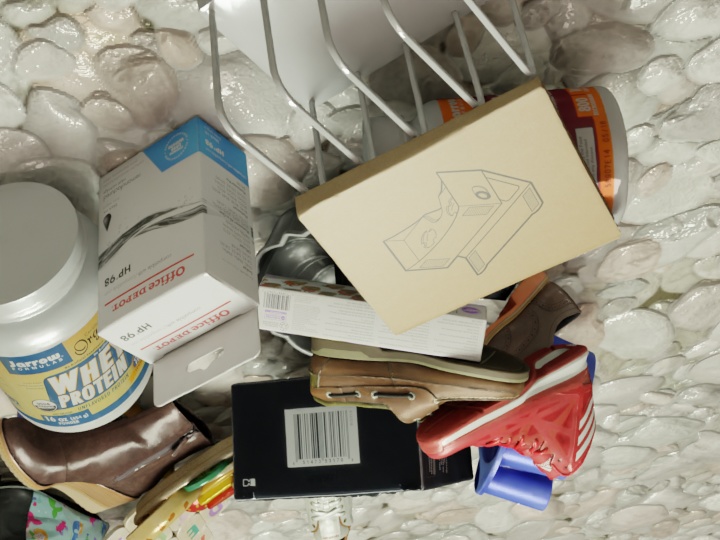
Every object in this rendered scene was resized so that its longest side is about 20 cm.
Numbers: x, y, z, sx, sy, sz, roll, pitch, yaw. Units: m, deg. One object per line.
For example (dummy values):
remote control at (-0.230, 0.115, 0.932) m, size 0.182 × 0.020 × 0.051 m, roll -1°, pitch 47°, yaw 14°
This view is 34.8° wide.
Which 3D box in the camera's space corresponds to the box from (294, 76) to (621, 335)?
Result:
box at (0.074, -0.040, 0.852) m, size 0.198 × 0.021 × 0.164 m, roll -24°, pitch 134°, yaw 17°

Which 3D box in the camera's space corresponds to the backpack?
backpack at (-0.404, 0.337, 1.374) m, size 0.175 × 0.153 × 0.200 m, roll -11°, pitch 156°, yaw 26°

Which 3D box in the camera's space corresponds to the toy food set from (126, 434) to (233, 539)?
toy food set at (-0.169, 0.238, 1.300) m, size 0.197 × 0.049 × 0.200 m, roll -36°, pitch 170°, yaw 6°

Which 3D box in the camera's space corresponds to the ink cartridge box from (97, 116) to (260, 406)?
ink cartridge box at (-0.147, -0.008, 0.916) m, size 0.115 × 0.202 × 0.067 m, roll -28°, pitch 140°, yaw 23°

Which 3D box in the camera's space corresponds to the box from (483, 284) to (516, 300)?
box at (0.123, -0.048, 1.067) m, size 0.109 × 0.035 × 0.201 m, roll 5°, pitch 141°, yaw -18°

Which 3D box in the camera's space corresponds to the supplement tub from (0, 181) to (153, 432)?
supplement tub at (-0.270, 0.034, 0.992) m, size 0.143 × 0.146 × 0.201 m, roll -11°, pitch 145°, yaw 2°

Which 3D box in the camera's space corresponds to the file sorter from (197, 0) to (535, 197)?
file sorter at (0.007, -0.162, 0.811) m, size 0.199 × 0.126 × 0.138 m, roll -28°, pitch 141°, yaw 23°

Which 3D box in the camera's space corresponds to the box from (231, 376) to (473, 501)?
box at (-0.004, 0.166, 1.169) m, size 0.194 × 0.119 × 0.200 m, roll -6°, pitch 171°, yaw 19°

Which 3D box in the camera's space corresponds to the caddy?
caddy at (0.172, 0.150, 1.206) m, size 0.104 × 0.201 × 0.142 m, roll 20°, pitch 138°, yaw 2°

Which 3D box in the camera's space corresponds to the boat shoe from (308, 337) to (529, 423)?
boat shoe at (0.050, 0.097, 1.016) m, size 0.197 × 0.069 × 0.072 m, roll 8°, pitch -169°, yaw 19°

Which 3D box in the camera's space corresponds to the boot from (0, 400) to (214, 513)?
boot at (-0.266, 0.172, 1.203) m, size 0.165 × 0.073 × 0.200 m, roll -32°, pitch 139°, yaw 8°

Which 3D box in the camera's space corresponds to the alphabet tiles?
alphabet tiles at (-0.247, 0.337, 1.416) m, size 0.200 × 0.015 × 0.197 m, roll -45°, pitch 149°, yaw -20°

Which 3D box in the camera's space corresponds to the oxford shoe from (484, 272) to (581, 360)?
oxford shoe at (0.147, 0.086, 1.121) m, size 0.073 × 0.200 × 0.071 m, roll 36°, pitch 156°, yaw 10°

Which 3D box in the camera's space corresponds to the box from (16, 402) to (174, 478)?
box at (-0.296, 0.185, 1.282) m, size 0.117 × 0.042 × 0.201 m, roll -14°, pitch 141°, yaw 5°

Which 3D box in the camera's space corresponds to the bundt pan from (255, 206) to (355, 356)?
bundt pan at (0.000, 0.000, 1.041) m, size 0.199 × 0.076 × 0.203 m, roll 6°, pitch 141°, yaw 5°

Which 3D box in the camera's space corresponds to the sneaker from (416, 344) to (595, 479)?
sneaker at (0.148, 0.155, 1.054) m, size 0.198 × 0.117 × 0.078 m, roll -23°, pitch -169°, yaw -25°

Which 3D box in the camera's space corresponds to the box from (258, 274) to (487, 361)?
box at (0.009, 0.040, 0.987) m, size 0.197 × 0.039 × 0.042 m, roll 7°, pitch 107°, yaw 3°

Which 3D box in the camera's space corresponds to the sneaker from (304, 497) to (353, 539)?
sneaker at (-0.036, 0.289, 1.445) m, size 0.072 × 0.085 × 0.201 m, roll -9°, pitch 143°, yaw 2°

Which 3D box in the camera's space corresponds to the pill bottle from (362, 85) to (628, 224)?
pill bottle at (0.103, -0.082, 0.913) m, size 0.197 × 0.115 × 0.115 m, roll -5°, pitch 144°, yaw -2°
